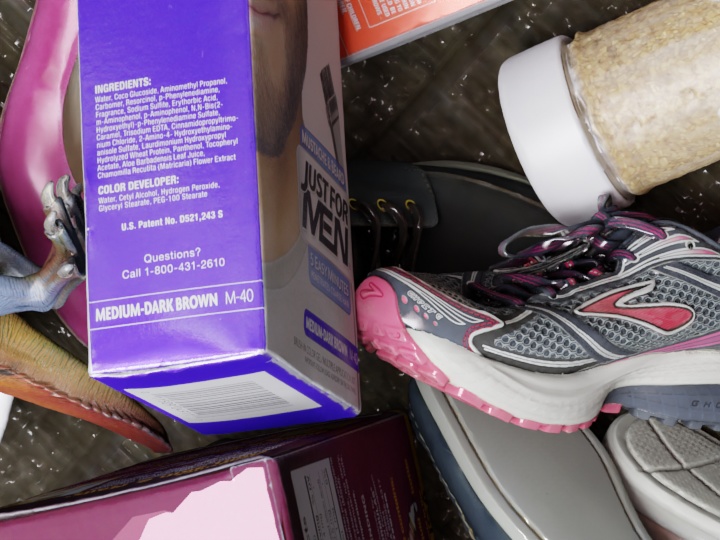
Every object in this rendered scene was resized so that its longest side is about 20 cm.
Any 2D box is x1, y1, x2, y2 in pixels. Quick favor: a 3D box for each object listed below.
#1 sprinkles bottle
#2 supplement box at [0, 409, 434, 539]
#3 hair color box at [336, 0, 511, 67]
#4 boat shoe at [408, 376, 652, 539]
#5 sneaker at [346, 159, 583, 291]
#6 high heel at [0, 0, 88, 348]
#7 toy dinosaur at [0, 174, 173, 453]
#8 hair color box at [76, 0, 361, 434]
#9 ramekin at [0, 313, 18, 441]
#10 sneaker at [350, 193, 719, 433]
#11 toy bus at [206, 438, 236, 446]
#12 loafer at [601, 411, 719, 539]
[{"bbox_3d":[0.151,-0.083,1.029,0.199,0.068,0.069,-23,94,17],"label":"sprinkles bottle"},{"bbox_3d":[-0.047,0.106,0.977,0.110,0.200,0.086,-13,89,13],"label":"supplement box"},{"bbox_3d":[0.068,-0.135,1.024,0.199,0.101,0.062,-20,94,16],"label":"hair color box"},{"bbox_3d":[0.078,0.114,1.036,0.200,0.075,0.062,48,131,16],"label":"boat shoe"},{"bbox_3d":[0.000,0.000,1.045,0.199,0.106,0.075,6,101,-6],"label":"sneaker"},{"bbox_3d":[-0.088,-0.072,1.096,0.095,0.067,0.201,-10,85,27],"label":"high heel"},{"bbox_3d":[-0.180,0.017,0.972,0.180,0.105,0.201,-19,108,3],"label":"toy dinosaur"},{"bbox_3d":[-0.046,-0.056,0.928,0.064,0.109,0.201,-9,75,14],"label":"hair color box"},{"bbox_3d":[-0.232,0.025,1.049,0.199,0.098,0.202,-1,92,-17],"label":"ramekin"},{"bbox_3d":[0.078,0.010,1.016,0.080,0.199,0.075,31,113,47],"label":"sneaker"},{"bbox_3d":[-0.084,0.123,1.126,0.199,0.065,0.079,-24,88,15],"label":"toy bus"},{"bbox_3d":[0.167,0.131,1.071,0.200,0.072,0.063,36,124,13],"label":"loafer"}]
